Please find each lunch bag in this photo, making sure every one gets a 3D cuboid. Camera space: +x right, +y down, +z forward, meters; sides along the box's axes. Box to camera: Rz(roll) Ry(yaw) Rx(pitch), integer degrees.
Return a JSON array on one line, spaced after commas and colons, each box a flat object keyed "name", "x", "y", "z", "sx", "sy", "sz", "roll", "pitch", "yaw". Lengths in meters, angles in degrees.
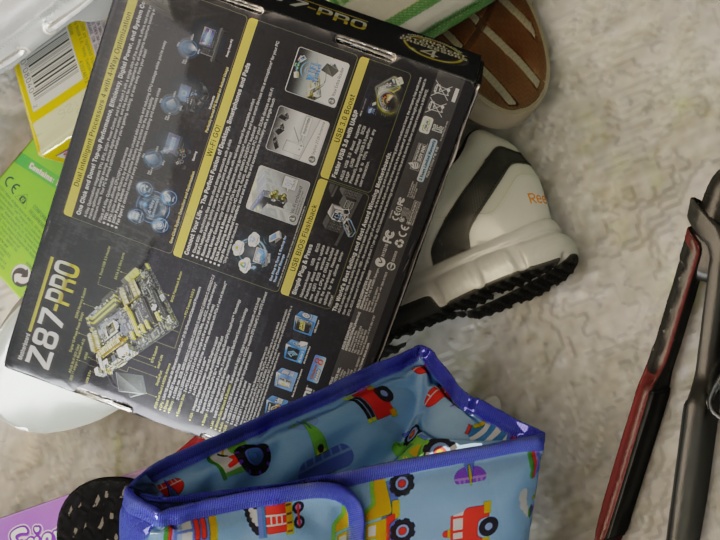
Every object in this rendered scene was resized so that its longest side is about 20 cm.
[{"name": "lunch bag", "x": -0.033, "y": 0.136, "z": 1.133, "sx": 0.094, "sy": 0.200, "sz": 0.151, "roll": 34, "pitch": 129, "yaw": 44}]

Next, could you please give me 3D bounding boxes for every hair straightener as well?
[{"name": "hair straightener", "x": 0.167, "y": 0.042, "z": 1.209, "sx": 0.077, "sy": 0.041, "sz": 0.200, "roll": 17, "pitch": 92, "yaw": 21}]

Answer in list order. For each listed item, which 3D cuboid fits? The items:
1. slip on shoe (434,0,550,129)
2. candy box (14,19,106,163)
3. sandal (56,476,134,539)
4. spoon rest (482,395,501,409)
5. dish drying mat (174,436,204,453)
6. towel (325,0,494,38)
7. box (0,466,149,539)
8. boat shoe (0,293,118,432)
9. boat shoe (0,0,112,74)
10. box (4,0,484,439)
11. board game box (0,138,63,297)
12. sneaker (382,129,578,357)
[{"name": "slip on shoe", "x": 0.007, "y": -0.137, "z": 1.259, "sx": 0.200, "sy": 0.076, "sz": 0.061, "roll": 44, "pitch": 144, "yaw": 8}, {"name": "candy box", "x": -0.137, "y": -0.162, "z": 1.303, "sx": 0.102, "sy": 0.026, "sz": 0.200, "roll": -28, "pitch": 66, "yaw": 25}, {"name": "sandal", "x": -0.102, "y": 0.196, "z": 1.260, "sx": 0.075, "sy": 0.045, "sz": 0.200, "roll": -11, "pitch": 75, "yaw": 23}, {"name": "spoon rest", "x": 0.078, "y": 0.158, "z": 1.221, "sx": 0.200, "sy": 0.061, "sz": 0.099, "roll": 62, "pitch": 145, "yaw": 14}, {"name": "dish drying mat", "x": -0.016, "y": 0.154, "z": 1.289, "sx": 0.077, "sy": 0.018, "sz": 0.200, "roll": -41, "pitch": 75, "yaw": 18}, {"name": "towel", "x": -0.002, "y": -0.196, "z": 1.236, "sx": 0.152, "sy": 0.023, "sz": 0.200, "roll": -32, "pitch": 74, "yaw": -24}, {"name": "box", "x": -0.095, "y": 0.164, "z": 1.295, "sx": 0.200, "sy": 0.039, "sz": 0.137, "roll": -21, "pitch": 84, "yaw": 28}, {"name": "boat shoe", "x": -0.099, "y": -0.004, "z": 1.256, "sx": 0.071, "sy": 0.064, "sz": 0.200, "roll": 41, "pitch": 108, "yaw": -18}, {"name": "boat shoe", "x": -0.133, "y": -0.142, "z": 1.238, "sx": 0.200, "sy": 0.068, "sz": 0.072, "roll": -32, "pitch": 37, "yaw": 30}, {"name": "box", "x": -0.053, "y": -0.024, "z": 1.180, "sx": 0.161, "sy": 0.049, "sz": 0.200, "roll": 18, "pitch": 111, "yaw": -2}, {"name": "board game box", "x": -0.100, "y": -0.059, "z": 1.309, "sx": 0.096, "sy": 0.030, "sz": 0.200, "roll": 46, "pitch": 108, "yaw": 15}, {"name": "sneaker", "x": 0.000, "y": 0.000, "z": 1.259, "sx": 0.200, "sy": 0.074, "sz": 0.080, "roll": -22, "pitch": 77, "yaw": 12}]
